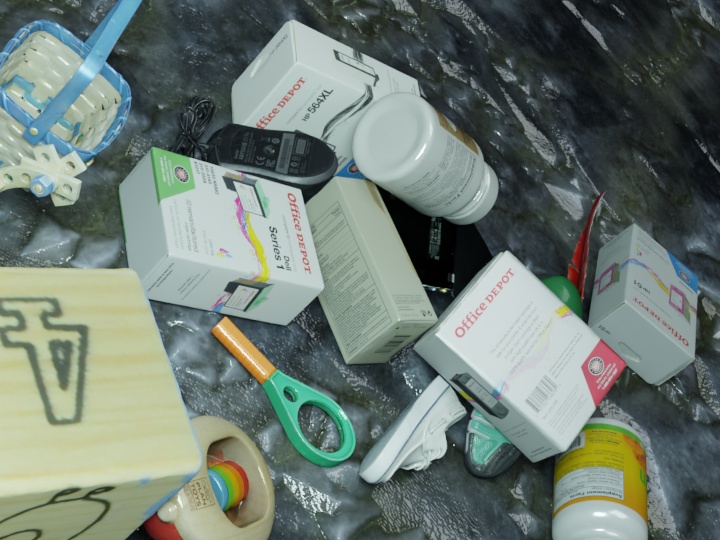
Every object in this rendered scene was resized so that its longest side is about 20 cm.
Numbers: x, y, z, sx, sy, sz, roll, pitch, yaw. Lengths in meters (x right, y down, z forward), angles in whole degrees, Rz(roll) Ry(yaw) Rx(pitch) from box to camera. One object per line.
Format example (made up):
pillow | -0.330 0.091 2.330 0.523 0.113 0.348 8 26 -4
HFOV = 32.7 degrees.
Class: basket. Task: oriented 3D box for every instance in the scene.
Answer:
basket | -0.295 -0.188 1.237 0.139 0.200 0.176 35 39 -15

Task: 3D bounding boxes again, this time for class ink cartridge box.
ink cartridge box | -0.043 -0.206 1.547 0.200 0.146 0.084 19 45 -31
ink cartridge box | 0.186 0.100 1.424 0.200 0.086 0.148 43 64 0
ink cartridge box | -0.151 -0.034 1.338 0.200 0.084 0.145 14 48 -37
ink cartridge box | 0.423 0.050 1.823 0.144 0.085 0.200 37 39 -13

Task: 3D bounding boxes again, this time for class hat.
hat | 0.282 0.036 1.606 0.200 0.176 0.166 57 33 8

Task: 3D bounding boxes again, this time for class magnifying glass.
magnifying glass | -0.082 0.128 1.312 0.200 0.022 0.080 45 37 -2

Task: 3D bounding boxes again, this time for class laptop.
laptop | 0.089 -0.005 1.609 0.200 0.116 0.187 9 44 -1

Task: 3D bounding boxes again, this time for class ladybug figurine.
ladybug figurine | -0.142 0.203 1.106 0.136 0.072 0.200 69 15 10

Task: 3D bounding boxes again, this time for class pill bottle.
pill bottle | 0.087 -0.130 1.508 0.200 0.114 0.115 29 37 -53
pill bottle | 0.284 0.283 1.455 0.111 0.111 0.200 33 39 -18

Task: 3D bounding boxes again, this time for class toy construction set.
toy construction set | -0.351 -0.066 1.128 0.092 0.131 0.200 50 33 4

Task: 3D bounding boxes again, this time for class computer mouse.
computer mouse | -0.126 -0.131 1.451 0.200 0.053 0.139 13 47 1

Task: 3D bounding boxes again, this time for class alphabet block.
alphabet block | -0.278 0.124 0.985 0.200 0.195 0.197 0 55 -43

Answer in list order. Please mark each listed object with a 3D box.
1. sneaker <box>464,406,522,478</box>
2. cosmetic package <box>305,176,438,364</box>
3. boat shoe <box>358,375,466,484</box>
sneaker | 0.167 0.165 1.491 0.074 0.088 0.200 27 65 -8
cosmetic package | 0.000 0.000 1.441 0.071 0.105 0.200 3 57 -46
boat shoe | 0.067 0.185 1.363 0.065 0.074 0.200 44 38 3
